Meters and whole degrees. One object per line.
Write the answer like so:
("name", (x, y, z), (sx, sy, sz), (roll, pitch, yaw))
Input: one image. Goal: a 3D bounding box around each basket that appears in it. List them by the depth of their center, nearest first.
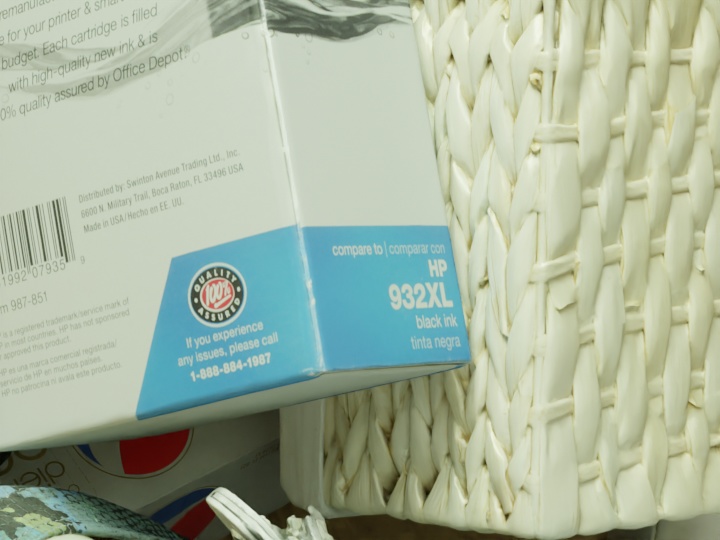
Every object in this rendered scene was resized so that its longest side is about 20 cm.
("basket", (0.061, -0.014, 0.968), (0.135, 0.123, 0.201), (-5, 99, -40))

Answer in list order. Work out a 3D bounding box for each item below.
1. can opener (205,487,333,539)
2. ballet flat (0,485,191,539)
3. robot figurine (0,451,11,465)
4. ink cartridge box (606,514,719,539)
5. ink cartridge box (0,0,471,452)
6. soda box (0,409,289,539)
("can opener", (-0.001, 0.139, 0.937), (0.066, 0.200, 0.053), (-46, 42, -7))
("ballet flat", (-0.070, 0.114, 0.942), (0.200, 0.074, 0.074), (12, 49, -41))
("robot figurine", (-0.151, -0.012, 0.972), (0.145, 0.058, 0.200), (50, 44, -13))
("ink cartridge box", (0.154, 0.166, 1.018), (0.146, 0.083, 0.200), (18, 53, -5))
("ink cartridge box", (-0.058, -0.053, 0.925), (0.084, 0.145, 0.201), (-2, 80, -51))
("soda box", (-0.111, 0.082, 1.000), (0.200, 0.068, 0.064), (-26, 67, -31))
